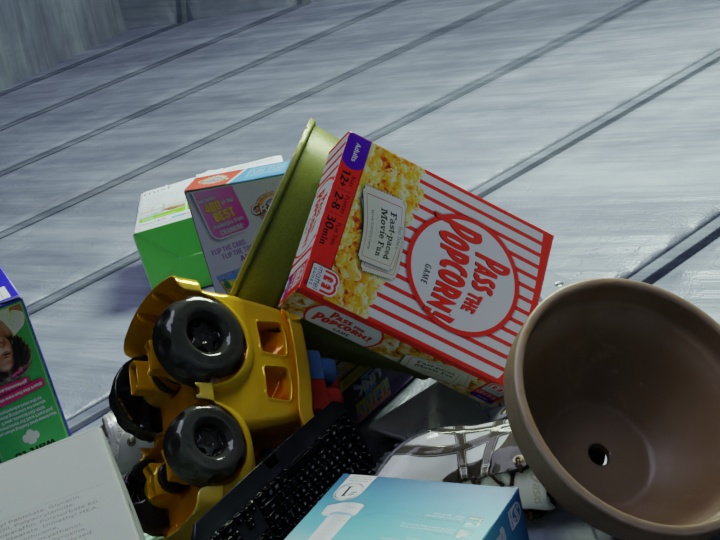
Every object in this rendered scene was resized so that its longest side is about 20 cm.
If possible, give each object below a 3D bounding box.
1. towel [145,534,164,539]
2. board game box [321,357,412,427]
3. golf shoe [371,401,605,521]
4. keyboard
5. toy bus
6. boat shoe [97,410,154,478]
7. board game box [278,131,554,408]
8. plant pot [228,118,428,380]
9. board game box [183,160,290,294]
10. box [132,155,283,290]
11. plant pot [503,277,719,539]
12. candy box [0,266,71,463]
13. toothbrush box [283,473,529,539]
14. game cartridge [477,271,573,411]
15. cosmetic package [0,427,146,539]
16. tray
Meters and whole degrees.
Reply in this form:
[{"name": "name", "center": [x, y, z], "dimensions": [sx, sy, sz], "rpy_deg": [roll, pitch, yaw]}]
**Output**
[{"name": "towel", "center": [-0.178, 0.244, 1.079], "dimensions": [0.199, 0.024, 0.152], "rpy_deg": [-21, 22, -16]}, {"name": "board game box", "center": [-0.066, 0.112, 1.297], "dimensions": [0.164, 0.057, 0.200], "rpy_deg": [4, 28, 37]}, {"name": "golf shoe", "center": [0.092, 0.154, 1.044], "dimensions": [0.199, 0.078, 0.094], "rpy_deg": [-25, 22, -21]}, {"name": "keyboard", "center": [-0.037, 0.180, 1.023], "dimensions": [0.039, 0.105, 0.200], "rpy_deg": [-17, 14, 39]}, {"name": "toy bus", "center": [-0.090, 0.122, 1.107], "dimensions": [0.191, 0.201, 0.136], "rpy_deg": [9, -34, -29]}, {"name": "boat shoe", "center": [-0.197, 0.150, 1.197], "dimensions": [0.199, 0.069, 0.071], "rpy_deg": [-34, 43, 0]}, {"name": "board game box", "center": [0.049, 0.000, 1.119], "dimensions": [0.046, 0.199, 0.152], "rpy_deg": [-40, 29, 57]}, {"name": "plant pot", "center": [0.000, 0.000, 1.221], "dimensions": [0.192, 0.201, 0.201], "rpy_deg": [25, 23, -3]}, {"name": "board game box", "center": [-0.077, -0.007, 1.407], "dimensions": [0.152, 0.202, 0.040], "rpy_deg": [-8, 21, 16]}, {"name": "box", "center": [-0.179, -0.061, 1.772], "dimensions": [0.198, 0.097, 0.177], "rpy_deg": [-16, 19, -2]}, {"name": "plant pot", "center": [0.187, 0.113, 0.998], "dimensions": [0.199, 0.093, 0.202], "rpy_deg": [9, 54, -12]}, {"name": "candy box", "center": [-0.327, 0.106, 1.291], "dimensions": [0.077, 0.201, 0.169], "rpy_deg": [-23, 20, -16]}, {"name": "toothbrush box", "center": [0.009, 0.224, 0.906], "dimensions": [0.145, 0.086, 0.200], "rpy_deg": [-1, 24, 32]}, {"name": "game cartridge", "center": [0.151, 0.059, 1.247], "dimensions": [0.132, 0.041, 0.200], "rpy_deg": [-19, 21, 1]}, {"name": "cosmetic package", "center": [-0.204, 0.237, 0.890], "dimensions": [0.164, 0.166, 0.200], "rpy_deg": [-19, 27, -11]}, {"name": "tray", "center": [0.113, 0.110, 1.222], "dimensions": [0.199, 0.022, 0.107], "rpy_deg": [-29, 23, -32]}]
